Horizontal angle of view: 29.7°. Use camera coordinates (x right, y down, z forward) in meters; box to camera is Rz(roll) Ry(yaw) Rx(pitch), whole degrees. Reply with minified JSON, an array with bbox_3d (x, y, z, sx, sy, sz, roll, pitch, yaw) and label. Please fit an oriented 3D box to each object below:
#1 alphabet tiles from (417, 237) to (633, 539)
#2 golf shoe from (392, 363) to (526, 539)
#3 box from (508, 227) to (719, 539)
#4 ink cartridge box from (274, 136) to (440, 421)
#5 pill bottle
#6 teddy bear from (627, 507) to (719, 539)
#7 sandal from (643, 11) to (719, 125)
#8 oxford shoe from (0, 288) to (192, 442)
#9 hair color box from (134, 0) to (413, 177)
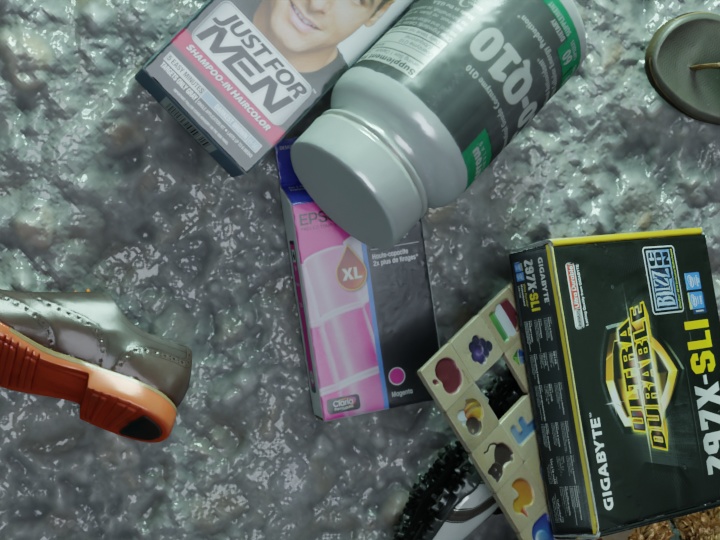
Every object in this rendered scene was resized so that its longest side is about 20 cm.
[{"bbox_3d":[0.141,0.104,0.950,0.167,0.008,0.201,-40,105,-34],"label":"alphabet tiles"},{"bbox_3d":[0.106,0.149,0.974,0.094,0.078,0.200,41,83,-13],"label":"golf shoe"},{"bbox_3d":[0.191,0.076,0.958,0.159,0.049,0.202,-4,83,-37],"label":"box"},{"bbox_3d":[0.000,0.000,0.963,0.094,0.037,0.202,-10,92,-15],"label":"ink cartridge box"},{"bbox_3d":[0.052,-0.116,0.917,0.113,0.113,0.200,47,71,-12],"label":"pill bottle"},{"bbox_3d":[0.261,0.263,1.025,0.144,0.067,0.202,-3,92,-13],"label":"teddy bear"},{"bbox_3d":[0.306,-0.130,1.029,0.199,0.055,0.082,35,83,-14],"label":"sandal"},{"bbox_3d":[-0.207,0.042,0.901,0.199,0.071,0.073,28,56,-11],"label":"oxford shoe"},{"bbox_3d":[-0.049,-0.170,0.929,0.099,0.061,0.200,45,80,-12],"label":"hair color box"}]
